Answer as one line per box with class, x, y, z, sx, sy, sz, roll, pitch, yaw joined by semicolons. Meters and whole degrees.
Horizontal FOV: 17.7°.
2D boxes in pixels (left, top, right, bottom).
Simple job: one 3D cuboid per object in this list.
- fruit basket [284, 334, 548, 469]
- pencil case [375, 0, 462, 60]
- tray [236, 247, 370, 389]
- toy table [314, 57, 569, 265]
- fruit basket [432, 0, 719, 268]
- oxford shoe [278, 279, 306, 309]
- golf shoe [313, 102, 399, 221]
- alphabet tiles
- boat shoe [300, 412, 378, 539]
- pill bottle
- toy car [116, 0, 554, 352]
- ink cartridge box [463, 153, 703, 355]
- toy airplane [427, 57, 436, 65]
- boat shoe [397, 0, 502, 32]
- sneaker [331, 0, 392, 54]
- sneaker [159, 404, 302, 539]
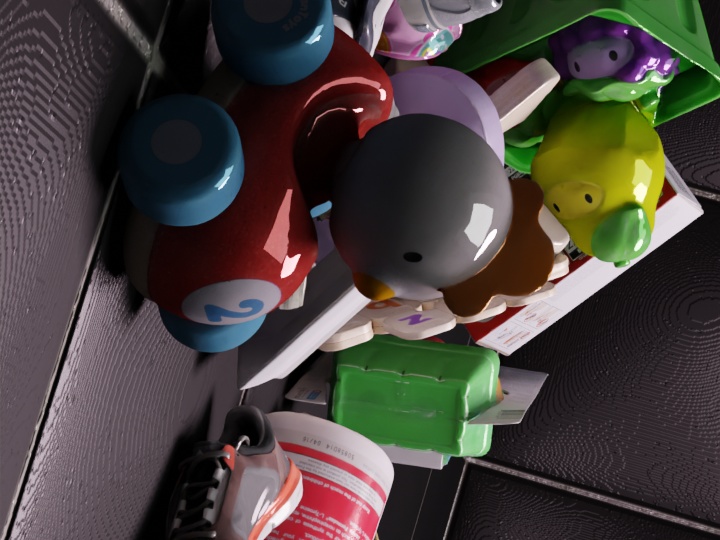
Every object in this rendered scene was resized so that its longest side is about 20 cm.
fruit basket;0.049;0.097;1.850;0.200;0.185;0.094;-22;119;-79
pencil case;0.043;-0.243;1.544;0.087;0.087;0.200;-59;163;-61
tray;0.000;0.000;1.472;0.200;0.022;0.107;-42;-167;10
toy table;0.056;-0.071;1.605;0.117;0.184;0.200;-27;175;-47
fruit basket;0.154;-0.111;1.654;0.215;0.155;0.216;-32;-136;36
oxford shoe;-0.060;-0.029;1.371;0.200;0.058;0.075;-97;-167;-73
golf shoe;-0.008;-0.084;1.463;0.200;0.072;0.092;-122;-148;-70
alphabet tiles;0.043;0.016;1.626;0.196;0.200;0.015;20;-56;61
boat shoe;-0.022;0.200;1.724;0.061;0.072;0.202;30;36;-45
pill bottle;-0.056;0.210;1.616;0.112;0.112;0.200;88;19;-64
toy car;-0.001;-0.027;1.179;0.177;0.200;0.184;-58;164;-21
ink cartridge box;0.138;-0.063;1.845;0.200;0.176;0.084;-37;159;13
toy airplane;0.101;-0.177;1.843;0.199;0.141;0.201;-38;142;-77
boat shoe;0.047;-0.248;1.400;0.070;0.071;0.201;-31;111;-71
sneaker;-0.011;-0.177;1.315;0.130;0.079;0.200;-75;-171;-80
sneaker;-0.100;0.152;1.452;0.200;0.077;0.082;-61;138;-60
